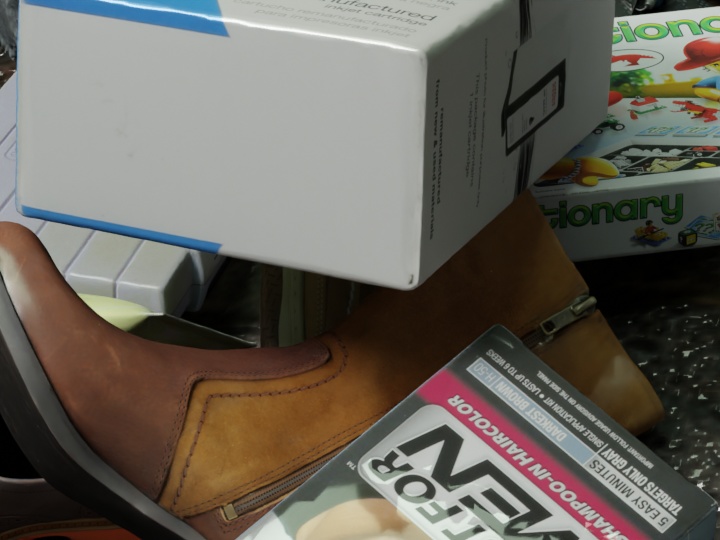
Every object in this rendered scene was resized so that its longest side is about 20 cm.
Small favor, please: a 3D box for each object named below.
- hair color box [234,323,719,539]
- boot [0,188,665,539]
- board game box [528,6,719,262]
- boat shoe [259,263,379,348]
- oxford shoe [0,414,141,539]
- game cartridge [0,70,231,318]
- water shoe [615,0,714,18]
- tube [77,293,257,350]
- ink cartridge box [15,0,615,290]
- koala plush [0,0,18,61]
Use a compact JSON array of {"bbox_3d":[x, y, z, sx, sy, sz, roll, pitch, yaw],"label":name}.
[{"bbox_3d":[0.008,0.118,0.860,0.200,0.061,0.099,-39,62,-23],"label":"hair color box"},{"bbox_3d":[-0.017,0.022,0.945,0.200,0.188,0.068,-34,-6,-18],"label":"boot"},{"bbox_3d":[0.112,-0.054,1.062,0.199,0.035,0.126,-7,34,-6],"label":"board game box"},{"bbox_3d":[0.000,0.000,1.055,0.076,0.072,0.200,2,42,-2],"label":"boat shoe"},{"bbox_3d":[-0.150,0.069,1.011,0.199,0.073,0.071,-13,58,10],"label":"oxford shoe"},{"bbox_3d":[-0.104,-0.037,1.142,0.129,0.038,0.200,13,32,11],"label":"game cartridge"},{"bbox_3d":[0.064,-0.130,1.140,0.199,0.079,0.072,19,44,8],"label":"water shoe"},{"bbox_3d":[-0.145,0.028,1.040,0.199,0.052,0.058,-4,30,23],"label":"tube"},{"bbox_3d":[-0.009,-0.073,0.954,0.146,0.085,0.200,10,23,20],"label":"ink cartridge box"},{"bbox_3d":[-0.100,-0.201,1.295,0.200,0.178,0.184,-24,35,-18],"label":"koala plush"}]
